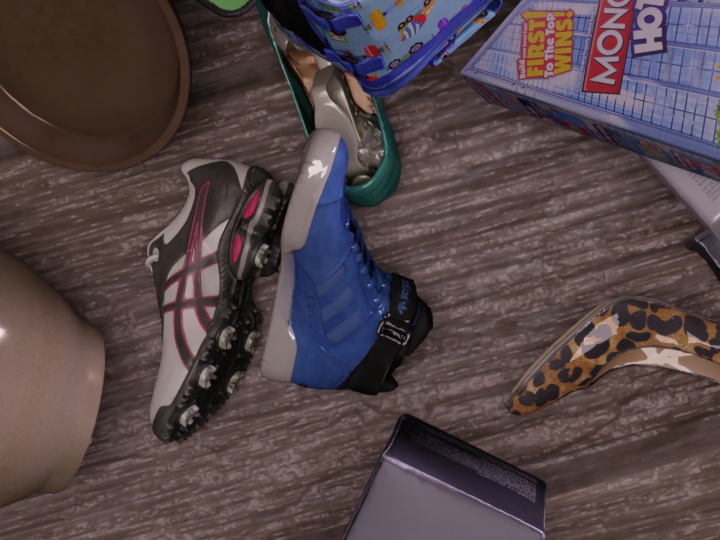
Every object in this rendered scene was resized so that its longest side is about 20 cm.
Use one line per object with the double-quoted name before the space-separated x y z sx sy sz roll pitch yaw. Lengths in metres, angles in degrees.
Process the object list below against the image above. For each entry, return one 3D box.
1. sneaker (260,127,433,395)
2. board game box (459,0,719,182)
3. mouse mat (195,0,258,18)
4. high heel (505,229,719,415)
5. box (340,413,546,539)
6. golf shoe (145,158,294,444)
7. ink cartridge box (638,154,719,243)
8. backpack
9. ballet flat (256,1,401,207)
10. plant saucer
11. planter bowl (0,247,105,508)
"sneaker" 0.000 -0.001 1.441 0.110 0.077 0.201 11 122 1
"board game box" 0.171 -0.157 1.348 0.198 0.062 0.202 6 77 24
"mouse mat" -0.070 -0.259 1.275 0.161 0.008 0.200 36 79 22
"high heel" 0.210 0.078 1.451 0.199 0.071 0.143 -35 83 -2
"box" 0.031 0.220 1.416 0.123 0.198 0.201 25 96 4
"golf shoe" -0.111 0.020 1.490 0.088 0.077 0.201 22 89 19
"ink cartridge box" 0.227 -0.134 1.400 0.144 0.085 0.200 -41 65 6
"backpack" 0.025 -0.195 1.342 0.182 0.200 0.135 -40 62 -6
"ballet flat" -0.023 -0.139 1.465 0.067 0.070 0.201 -21 91 7
"plant saucer" -0.200 -0.159 1.456 0.199 0.030 0.201 14 129 17
"planter bowl" -0.253 0.079 1.453 0.134 0.200 0.202 15 95 -22
